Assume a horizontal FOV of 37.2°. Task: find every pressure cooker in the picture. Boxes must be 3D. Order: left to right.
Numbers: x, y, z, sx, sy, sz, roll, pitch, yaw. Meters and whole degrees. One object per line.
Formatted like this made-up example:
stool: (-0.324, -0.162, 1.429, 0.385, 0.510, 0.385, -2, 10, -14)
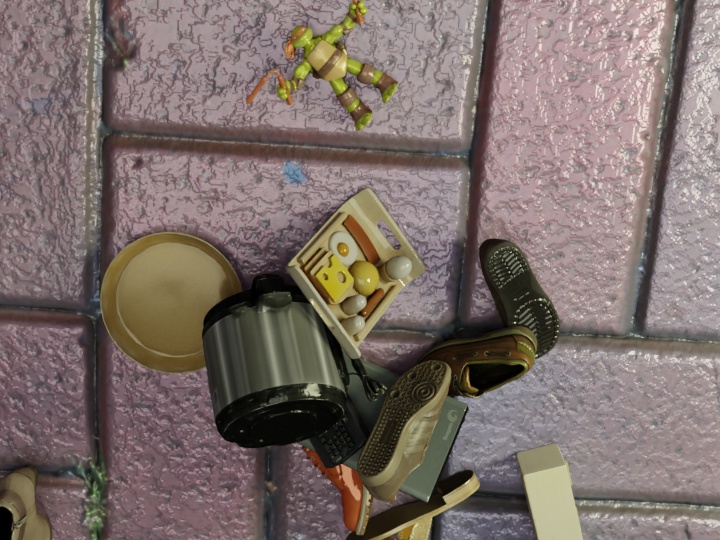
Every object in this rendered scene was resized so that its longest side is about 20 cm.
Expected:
pressure cooker: (-0.116, 0.108, 1.381, 0.175, 0.178, 0.202, -29, 59, 25)

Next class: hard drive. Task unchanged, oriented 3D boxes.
hard drive: (0.030, 0.209, 1.445, 0.198, 0.033, 0.141, 22, 79, 14)

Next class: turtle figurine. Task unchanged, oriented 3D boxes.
turtle figurine: (-0.042, -0.256, 1.375, 0.161, 0.064, 0.200, 40, 93, -17)

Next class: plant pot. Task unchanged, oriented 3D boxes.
plant pot: (-0.258, 0.043, 1.474, 0.198, 0.028, 0.202, 0, 105, 0)

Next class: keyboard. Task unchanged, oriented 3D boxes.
keyboard: (-0.041, 0.155, 1.436, 0.127, 0.201, 0.021, -40, 146, 9)

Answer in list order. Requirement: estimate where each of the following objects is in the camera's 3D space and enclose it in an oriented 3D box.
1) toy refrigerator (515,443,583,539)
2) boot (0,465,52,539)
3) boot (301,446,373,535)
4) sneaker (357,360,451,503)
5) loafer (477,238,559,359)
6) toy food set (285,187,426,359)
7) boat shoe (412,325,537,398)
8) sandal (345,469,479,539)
toy refrigerator: (0.281, 0.358, 1.528, 0.069, 0.076, 0.202, -14, 104, 4)
boot: (-0.486, 0.374, 1.499, 0.069, 0.146, 0.202, 1, 105, -2)
boot: (-0.029, 0.276, 1.514, 0.106, 0.075, 0.202, -1, 96, 4)
sneaker: (0.061, 0.209, 1.394, 0.070, 0.201, 0.076, 14, 144, 36)
loafer: (0.214, 0.032, 1.450, 0.072, 0.071, 0.201, -25, 119, -2)
toy food set: (0.000, 0.000, 1.387, 0.060, 0.200, 0.144, -25, 107, 41)
boat shoe: (0.143, 0.135, 1.443, 0.199, 0.068, 0.072, -27, 114, 31)
sandal: (0.086, 0.369, 1.531, 0.210, 0.078, 0.070, -29, 99, 2)
